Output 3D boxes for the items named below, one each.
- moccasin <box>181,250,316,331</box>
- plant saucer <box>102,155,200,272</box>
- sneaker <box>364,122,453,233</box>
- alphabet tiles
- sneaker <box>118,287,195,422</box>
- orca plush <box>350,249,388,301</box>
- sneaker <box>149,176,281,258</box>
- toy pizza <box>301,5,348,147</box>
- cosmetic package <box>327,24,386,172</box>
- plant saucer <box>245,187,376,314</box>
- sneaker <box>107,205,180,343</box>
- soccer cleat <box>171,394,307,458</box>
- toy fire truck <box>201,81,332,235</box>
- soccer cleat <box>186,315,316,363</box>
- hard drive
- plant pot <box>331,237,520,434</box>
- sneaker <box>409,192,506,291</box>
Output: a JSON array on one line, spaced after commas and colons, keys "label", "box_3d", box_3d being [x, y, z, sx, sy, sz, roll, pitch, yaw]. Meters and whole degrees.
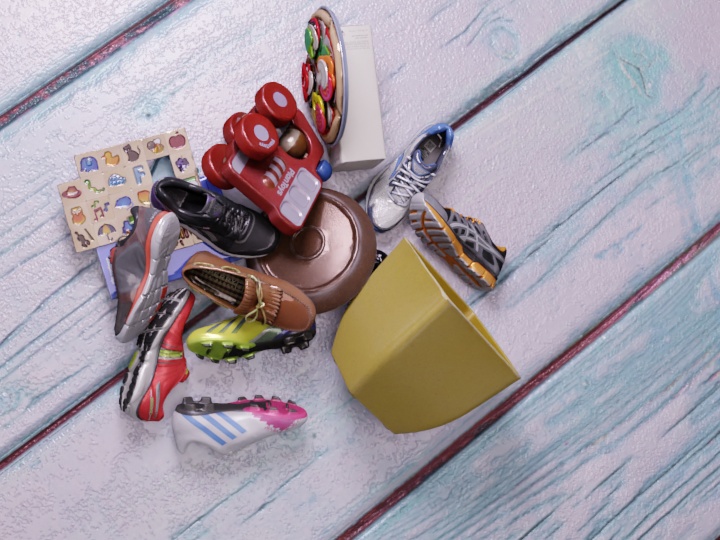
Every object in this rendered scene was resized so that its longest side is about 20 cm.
[{"label": "moccasin", "box_3d": [-0.158, 0.033, 1.645, 0.200, 0.078, 0.074, 29, 110, 0]}, {"label": "plant saucer", "box_3d": [-0.307, -0.073, 1.710, 0.069, 0.019, 0.202, 25, 82, -11]}, {"label": "sneaker", "box_3d": [0.075, -0.148, 1.766, 0.077, 0.085, 0.201, 34, 81, -8]}, {"label": "alphabet tiles", "box_3d": [-0.324, -0.100, 1.668, 0.198, 0.008, 0.169, -16, 91, -14]}, {"label": "sneaker", "box_3d": [-0.281, 0.123, 1.687, 0.084, 0.077, 0.202, 27, 82, -30]}, {"label": "orca plush", "box_3d": [0.000, 0.000, 1.746, 0.200, 0.071, 0.105, 44, 78, -6]}, {"label": "sneaker", "box_3d": [-0.205, -0.073, 1.647, 0.198, 0.087, 0.077, 22, 81, -12]}, {"label": "toy pizza", "box_3d": [-0.057, -0.280, 1.684, 0.031, 0.200, 0.203, -6, 88, -15]}, {"label": "cosmetic package", "box_3d": [-0.016, -0.256, 1.744, 0.072, 0.103, 0.203, -5, 86, -12]}, {"label": "plant saucer", "box_3d": [-0.075, -0.035, 1.709, 0.197, 0.035, 0.203, -2, 71, 7]}, {"label": "sneaker", "box_3d": [-0.318, 0.001, 1.639, 0.081, 0.077, 0.202, 23, 100, 14]}, {"label": "soccer cleat", "box_3d": [-0.177, 0.231, 1.702, 0.197, 0.070, 0.088, 2, 102, -10]}, {"label": "toy fire truck", "box_3d": [-0.122, -0.163, 1.687, 0.168, 0.112, 0.201, 42, 43, -16]}, {"label": "soccer cleat", "box_3d": [-0.162, 0.084, 1.707, 0.198, 0.065, 0.085, -6, 65, -22]}, {"label": "hard drive", "box_3d": [-0.286, -0.051, 1.691, 0.198, 0.025, 0.133, -18, 91, -14]}, {"label": "plant pot", "box_3d": [0.074, 0.116, 1.678, 0.200, 0.196, 0.194, -42, 122, 5]}, {"label": "sneaker", "box_3d": [0.149, -0.055, 1.775, 0.200, 0.078, 0.078, 46, 70, -28]}]
